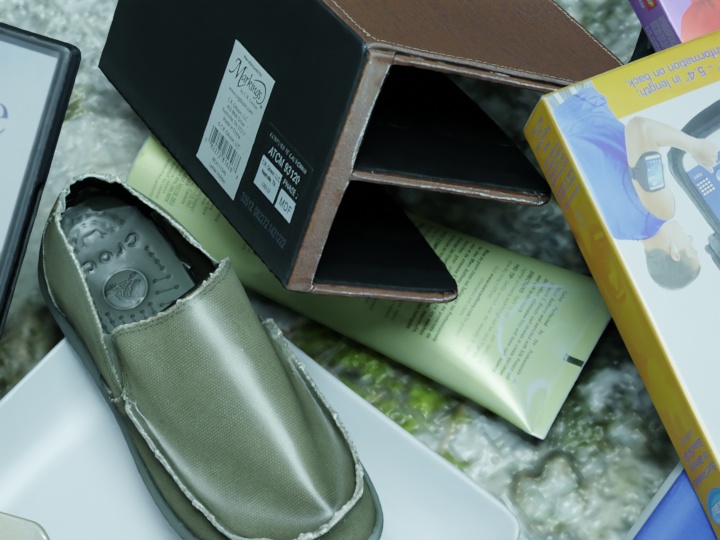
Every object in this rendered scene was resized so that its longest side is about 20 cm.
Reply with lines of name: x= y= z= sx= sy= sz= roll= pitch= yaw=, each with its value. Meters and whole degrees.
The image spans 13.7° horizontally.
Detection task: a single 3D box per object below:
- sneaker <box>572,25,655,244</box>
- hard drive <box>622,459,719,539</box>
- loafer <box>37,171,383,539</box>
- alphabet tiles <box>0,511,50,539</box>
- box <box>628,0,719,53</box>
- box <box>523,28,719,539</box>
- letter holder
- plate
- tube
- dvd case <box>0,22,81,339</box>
sneaker: x=0.147 y=-0.087 z=1.228 sx=0.076 sy=0.088 sz=0.200 roll=34 pitch=85 yaw=-14
hard drive: x=0.161 y=0.118 z=1.077 sx=0.132 sy=0.025 sz=0.200 roll=42 pitch=61 yaw=-5
loafer: x=-0.066 y=0.038 z=1.133 sx=0.075 sy=0.070 sz=0.200 roll=-35 pitch=62 yaw=-14
alphabet tiles: x=-0.218 y=0.130 z=1.117 sx=0.196 sy=0.015 sz=0.200 roll=15 pitch=88 yaw=14
box: x=0.206 y=-0.060 z=1.163 sx=0.137 sy=0.039 sz=0.200 roll=-27 pitch=90 yaw=-10
box: x=0.154 y=0.010 z=1.068 sx=0.119 sy=0.041 sz=0.200 roll=-21 pitch=74 yaw=-14
letter holder: x=0.006 y=-0.074 z=1.181 sx=0.142 sy=0.101 sz=0.200 roll=7 pitch=24 yaw=-31
plate: x=-0.073 y=0.115 z=1.148 sx=0.200 sy=0.032 sz=0.200 roll=37 pitch=69 yaw=24
tube: x=0.000 y=0.000 z=1.201 sx=0.200 sy=0.052 sz=0.058 roll=23 pitch=102 yaw=15
dvd case: x=-0.200 y=-0.010 z=1.139 sx=0.143 sy=0.018 sz=0.200 roll=17 pitch=95 yaw=8
